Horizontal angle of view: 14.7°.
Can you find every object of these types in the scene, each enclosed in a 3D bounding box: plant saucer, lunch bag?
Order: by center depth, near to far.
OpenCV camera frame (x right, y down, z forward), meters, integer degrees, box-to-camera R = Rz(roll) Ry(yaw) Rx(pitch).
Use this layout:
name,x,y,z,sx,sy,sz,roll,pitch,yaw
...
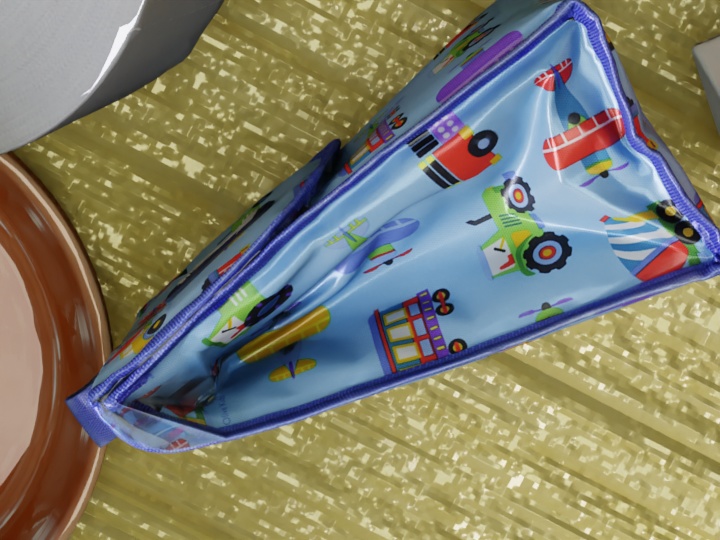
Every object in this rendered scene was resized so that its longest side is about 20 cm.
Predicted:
name,x,y,z,sx,sy,sz,roll,pitch,yaw
lunch bag,0.000,0.000,0.869,0.200,0.151,0.094,-31,98,3
plant saucer,-0.181,0.034,0.931,0.199,0.032,0.201,0,100,-1

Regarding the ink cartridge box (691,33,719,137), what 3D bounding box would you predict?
name,x,y,z,sx,sy,sz,roll,pitch,yaw
ink cartridge box,0.151,-0.010,0.814,0.043,0.200,0.174,-26,137,2

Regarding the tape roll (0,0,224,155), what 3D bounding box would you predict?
name,x,y,z,sx,sy,sz,roll,pitch,yaw
tape roll,-0.127,-0.136,0.842,0.199,0.066,0.201,10,113,25
